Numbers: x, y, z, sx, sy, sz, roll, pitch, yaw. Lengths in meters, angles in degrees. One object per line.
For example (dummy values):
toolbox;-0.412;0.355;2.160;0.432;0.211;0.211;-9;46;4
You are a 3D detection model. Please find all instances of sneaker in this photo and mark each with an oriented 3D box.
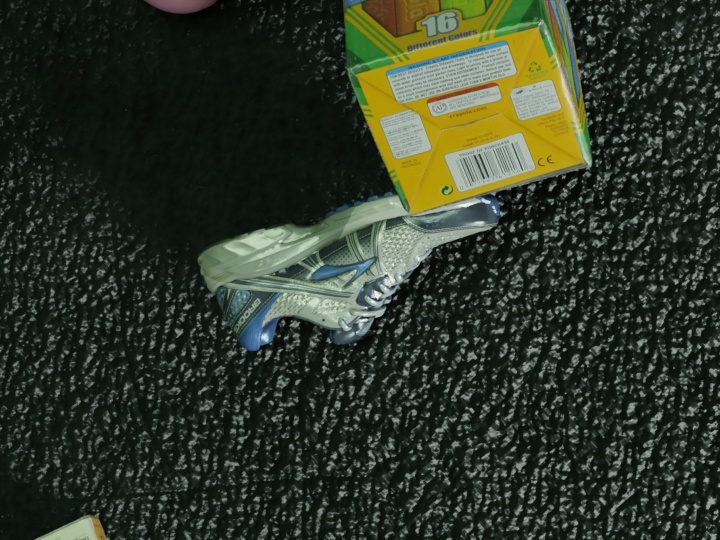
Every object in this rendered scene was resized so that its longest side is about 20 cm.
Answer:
sneaker;0.000;0.000;1.736;0.200;0.077;0.085;-16;88;17

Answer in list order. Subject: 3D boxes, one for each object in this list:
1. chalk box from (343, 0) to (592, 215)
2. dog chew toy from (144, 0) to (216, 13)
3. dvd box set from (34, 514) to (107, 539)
chalk box;0.062;-0.156;1.690;0.125;0.124;0.200;-15;42;9
dog chew toy;-0.085;-0.237;1.742;0.200;0.124;0.125;-41;73;40
dvd box set;-0.198;0.278;1.751;0.146;0.029;0.200;-26;76;7
